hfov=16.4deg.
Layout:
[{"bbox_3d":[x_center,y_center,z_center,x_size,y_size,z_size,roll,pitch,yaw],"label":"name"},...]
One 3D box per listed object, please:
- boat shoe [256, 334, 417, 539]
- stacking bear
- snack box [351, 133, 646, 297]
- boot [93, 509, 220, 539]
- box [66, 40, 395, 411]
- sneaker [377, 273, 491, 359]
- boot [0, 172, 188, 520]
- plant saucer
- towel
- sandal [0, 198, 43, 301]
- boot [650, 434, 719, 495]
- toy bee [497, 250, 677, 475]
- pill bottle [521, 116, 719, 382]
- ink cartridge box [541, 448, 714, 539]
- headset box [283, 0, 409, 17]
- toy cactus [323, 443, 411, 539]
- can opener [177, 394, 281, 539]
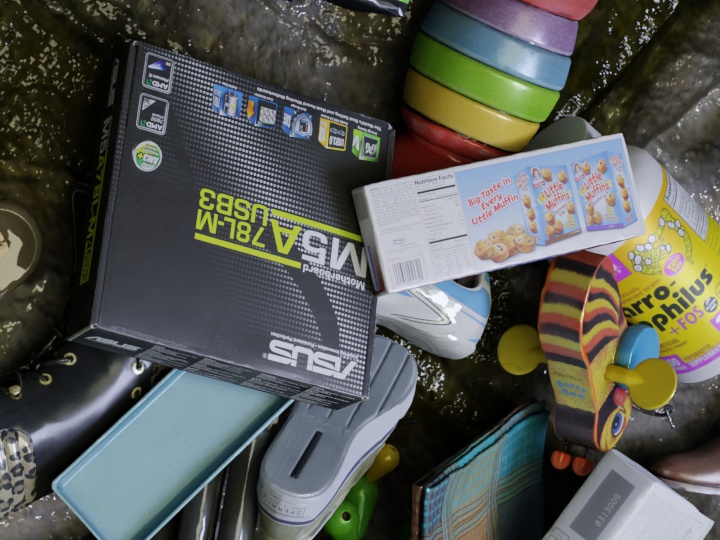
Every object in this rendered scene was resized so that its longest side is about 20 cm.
[{"bbox_3d":[-0.023,0.113,1.674,0.200,0.072,0.062,-49,162,-51],"label":"boat shoe"},{"bbox_3d":[0.073,-0.118,1.689,0.113,0.121,0.201,26,101,11],"label":"stacking bear"},{"bbox_3d":[0.093,-0.038,1.644,0.199,0.024,0.072,-12,87,-25],"label":"snack box"},{"bbox_3d":[-0.181,0.187,1.645,0.200,0.077,0.139,33,80,-39],"label":"boot"},{"bbox_3d":[-0.079,-0.026,1.595,0.199,0.047,0.194,17,66,-26],"label":"box"},{"bbox_3d":[0.000,0.000,1.699,0.199,0.072,0.073,21,73,-26],"label":"sneaker"},{"bbox_3d":[-0.193,0.051,1.597,0.153,0.073,0.204,-21,111,-33],"label":"boot"},{"bbox_3d":[-0.106,0.097,1.606,0.200,0.019,0.070,-44,95,-20],"label":"plant saucer"},{"bbox_3d":[0.084,0.184,1.719,0.200,0.022,0.147,-28,121,-60],"label":"towel"},{"bbox_3d":[-0.278,0.030,1.577,0.200,0.054,0.080,-42,114,-15],"label":"sandal"},{"bbox_3d":[0.292,0.061,1.847,0.186,0.064,0.201,-4,99,-30],"label":"boot"},{"bbox_3d":[0.166,0.083,1.731,0.200,0.131,0.109,46,60,-30],"label":"toy bee"},{"bbox_3d":[0.195,-0.017,1.764,0.200,0.104,0.104,42,80,-24],"label":"pill bottle"},{"bbox_3d":[0.172,0.217,1.780,0.160,0.047,0.200,-54,156,1],"label":"ink cartridge box"},{"bbox_3d":[-0.034,-0.275,1.621,0.174,0.093,0.201,20,90,-26],"label":"headset box"},{"bbox_3d":[-0.005,0.215,1.727,0.200,0.102,0.165,-41,132,-20],"label":"toy cactus"},{"bbox_3d":[-0.081,0.121,1.658,0.053,0.067,0.201,8,81,13],"label":"can opener"}]
